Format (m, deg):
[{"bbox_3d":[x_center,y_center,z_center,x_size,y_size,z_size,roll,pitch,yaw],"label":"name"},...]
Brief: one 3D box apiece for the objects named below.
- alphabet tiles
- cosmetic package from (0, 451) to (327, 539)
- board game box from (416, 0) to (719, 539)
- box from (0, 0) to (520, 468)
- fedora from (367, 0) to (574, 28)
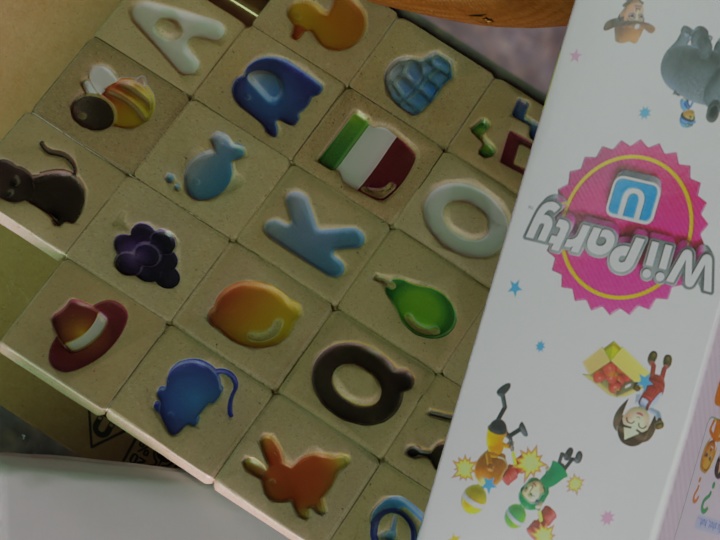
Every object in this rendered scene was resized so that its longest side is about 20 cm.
[{"bbox_3d":[0.000,0.000,0.795,0.199,0.167,0.006,32,144,3],"label":"alphabet tiles"},{"bbox_3d":[-0.057,0.170,0.799,0.167,0.166,0.201,-30,58,54],"label":"cosmetic package"},{"bbox_3d":[0.095,-0.008,0.716,0.064,0.147,0.201,13,85,30],"label":"board game box"},{"bbox_3d":[-0.072,-0.021,0.881,0.199,0.021,0.164,32,116,4],"label":"box"},{"bbox_3d":[-0.001,-0.131,0.750,0.200,0.201,0.082,19,81,10],"label":"fedora"}]
